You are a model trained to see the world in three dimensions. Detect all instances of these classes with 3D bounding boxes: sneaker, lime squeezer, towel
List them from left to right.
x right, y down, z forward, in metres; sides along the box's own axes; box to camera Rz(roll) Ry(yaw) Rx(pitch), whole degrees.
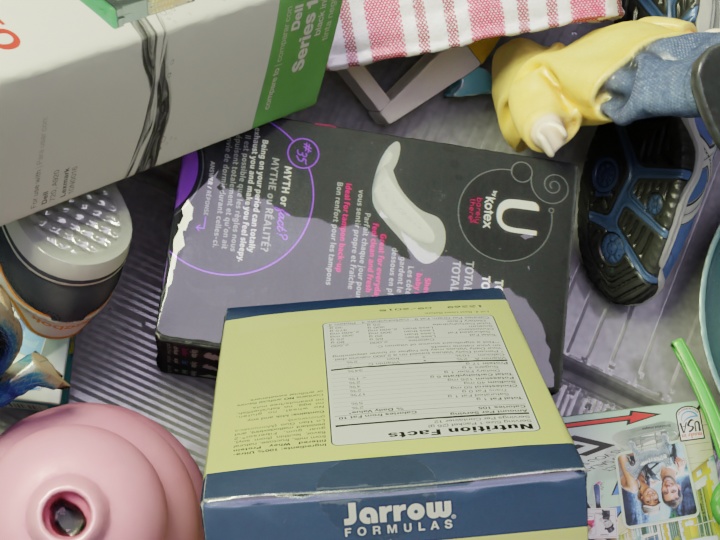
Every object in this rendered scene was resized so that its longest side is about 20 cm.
[{"bbox_3d":[-0.168,-0.057,0.699,0.078,0.079,0.200,-2,53,-26],"label":"sneaker"},{"bbox_3d":[0.029,-0.185,0.735,0.200,0.030,0.147,-10,97,-3],"label":"towel"},{"bbox_3d":[0.178,-0.076,0.797,0.077,0.076,0.200,13,91,-40],"label":"sneaker"},{"bbox_3d":[0.182,0.138,0.749,0.070,0.038,0.200,6,75,25],"label":"lime squeezer"}]

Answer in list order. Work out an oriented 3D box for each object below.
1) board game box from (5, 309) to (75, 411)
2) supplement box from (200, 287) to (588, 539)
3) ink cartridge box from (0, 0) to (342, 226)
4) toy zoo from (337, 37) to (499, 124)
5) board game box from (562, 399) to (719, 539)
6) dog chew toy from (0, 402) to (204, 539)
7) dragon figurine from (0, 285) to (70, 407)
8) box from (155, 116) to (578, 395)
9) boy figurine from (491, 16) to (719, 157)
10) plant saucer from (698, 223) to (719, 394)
[{"bbox_3d":[-0.217,-0.034,0.748,0.151,0.047,0.200,7,77,-7],"label":"board game box"},{"bbox_3d":[0.013,0.134,0.600,0.134,0.200,0.200,-5,107,-1],"label":"supplement box"},{"bbox_3d":[-0.129,-0.117,0.650,0.146,0.084,0.200,41,45,23],"label":"ink cartridge box"},{"bbox_3d":[0.016,-0.175,0.789,0.131,0.020,0.200,-46,111,-13],"label":"toy zoo"},{"bbox_3d":[0.097,0.148,0.761,0.199,0.029,0.135,-6,78,-9],"label":"board game box"},{"bbox_3d":[-0.127,0.117,0.648,0.124,0.200,0.125,2,78,-8],"label":"dog chew toy"},{"bbox_3d":[-0.184,0.054,0.615,0.099,0.200,0.059,-35,95,-16],"label":"dragon figurine"},{"bbox_3d":[0.000,0.000,0.739,0.199,0.106,0.123,8,77,-5],"label":"box"},{"bbox_3d":[0.126,-0.090,0.725,0.124,0.200,0.065,-33,109,-27],"label":"boy figurine"},{"bbox_3d":[0.282,0.031,0.809,0.199,0.036,0.201,2,78,-7],"label":"plant saucer"}]
